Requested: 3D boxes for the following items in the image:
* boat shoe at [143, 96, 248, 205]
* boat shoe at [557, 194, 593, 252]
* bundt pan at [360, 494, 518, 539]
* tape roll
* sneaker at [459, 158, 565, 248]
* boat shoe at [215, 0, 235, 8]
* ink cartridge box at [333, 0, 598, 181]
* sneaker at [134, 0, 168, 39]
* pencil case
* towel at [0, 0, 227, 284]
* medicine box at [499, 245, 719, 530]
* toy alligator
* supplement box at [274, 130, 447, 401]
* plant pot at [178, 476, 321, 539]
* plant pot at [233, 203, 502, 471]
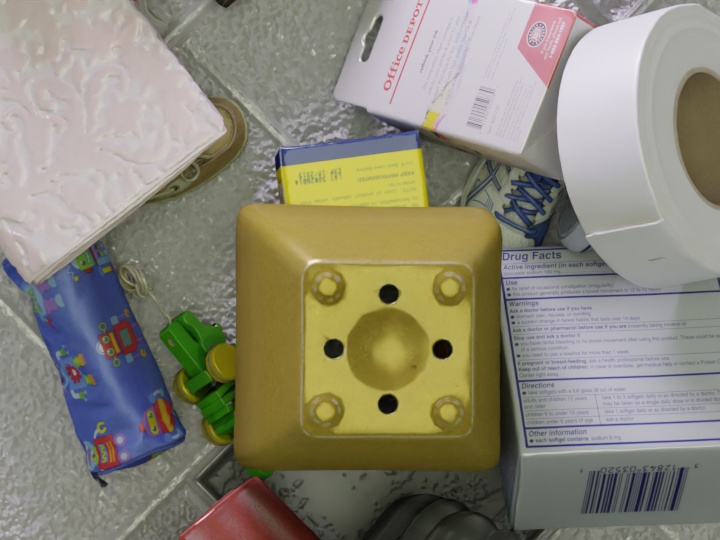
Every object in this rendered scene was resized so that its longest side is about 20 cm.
[{"bbox_3d":[-0.182,-0.083,1.570,0.200,0.063,0.074,-16,92,-4],"label":"boat shoe"},{"bbox_3d":[0.220,-0.085,1.571,0.062,0.072,0.200,39,63,-11],"label":"boat shoe"},{"bbox_3d":[0.093,0.236,1.535,0.201,0.202,0.076,34,77,-4],"label":"bundt pan"},{"bbox_3d":[0.229,-0.089,1.483,0.071,0.202,0.203,-10,92,40],"label":"tape roll"},{"bbox_3d":[0.133,-0.082,1.582,0.075,0.088,0.201,21,91,-6],"label":"sneaker"},{"bbox_3d":[-0.028,-0.261,1.575,0.200,0.074,0.073,-37,93,-2],"label":"boat shoe"},{"bbox_3d":[0.084,-0.153,1.557,0.200,0.067,0.117,21,88,40],"label":"ink cartridge box"},{"bbox_3d":[-0.187,-0.256,1.565,0.088,0.081,0.201,-3,99,-5],"label":"sneaker"},{"bbox_3d":[-0.207,0.061,1.564,0.078,0.087,0.201,-25,94,-41],"label":"pencil case"},{"bbox_3d":[-0.227,-0.123,1.506,0.191,0.032,0.200,-36,85,2],"label":"towel"},{"bbox_3d":[0.193,0.083,1.533,0.181,0.103,0.201,-2,50,-4],"label":"medicine box"},{"bbox_3d":[-0.116,0.070,1.586,0.054,0.059,0.200,-34,91,-46],"label":"toy alligator"},{"bbox_3d":[0.000,0.000,1.562,0.108,0.110,0.201,-7,91,-4],"label":"supplement box"},{"bbox_3d":[-0.073,0.275,1.529,0.201,0.201,0.195,-40,85,-3],"label":"plant pot"},{"bbox_3d":[0.010,0.052,1.409,0.193,0.200,0.197,1,91,-4],"label":"plant pot"}]
